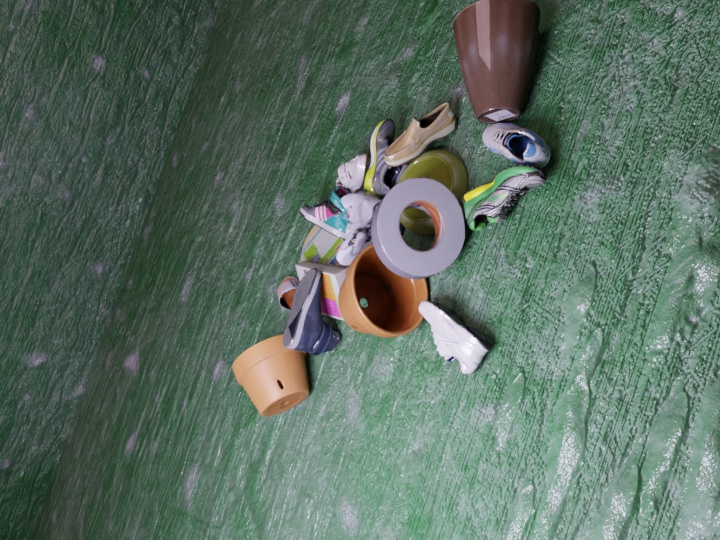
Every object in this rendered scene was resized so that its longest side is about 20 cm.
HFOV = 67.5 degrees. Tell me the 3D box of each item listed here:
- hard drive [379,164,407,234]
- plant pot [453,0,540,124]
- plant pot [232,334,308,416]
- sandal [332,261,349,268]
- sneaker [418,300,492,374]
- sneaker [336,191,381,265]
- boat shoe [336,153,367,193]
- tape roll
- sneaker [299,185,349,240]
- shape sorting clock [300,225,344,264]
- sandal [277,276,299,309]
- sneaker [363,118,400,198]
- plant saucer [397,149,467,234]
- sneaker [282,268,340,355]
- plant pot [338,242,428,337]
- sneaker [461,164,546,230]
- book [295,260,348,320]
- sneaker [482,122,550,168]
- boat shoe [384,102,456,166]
[{"bbox_3d":[0.077,-0.166,1.361,0.138,0.032,0.207,22,92,51],"label":"hard drive"},{"bbox_3d":[0.289,-0.425,1.134,0.183,0.182,0.209,-6,84,47],"label":"plant pot"},{"bbox_3d":[-0.217,0.278,1.396,0.199,0.197,0.143,-42,63,28],"label":"plant pot"},{"bbox_3d":[0.000,0.000,1.349,0.196,0.078,0.057,-7,78,50],"label":"sandal"},{"bbox_3d":[0.175,0.129,1.092,0.200,0.073,0.089,43,111,49],"label":"sneaker"},{"bbox_3d":[-0.016,-0.108,1.292,0.113,0.076,0.201,31,66,24],"label":"sneaker"},{"bbox_3d":[-0.029,-0.254,1.428,0.200,0.067,0.074,134,149,-71],"label":"boat shoe"},{"bbox_3d":[0.122,-0.088,1.143,0.066,0.193,0.208,151,134,-78],"label":"tape roll"},{"bbox_3d":[-0.082,-0.173,1.459,0.197,0.082,0.124,30,97,39],"label":"sneaker"},{"bbox_3d":[-0.094,-0.053,1.506,0.195,0.039,0.208,-21,58,36],"label":"shape sorting clock"},{"bbox_3d":[-0.199,0.079,1.557,0.081,0.058,0.207,-57,41,13],"label":"sandal"},{"bbox_3d":[0.068,-0.278,1.349,0.079,0.073,0.209,4,84,42],"label":"sneaker"},{"bbox_3d":[0.154,-0.188,1.252,0.194,0.031,0.209,-11,71,35],"label":"plant saucer"},{"bbox_3d":[-0.105,0.111,1.367,0.076,0.143,0.210,12,82,55],"label":"sneaker"},{"bbox_3d":[0.037,0.057,1.206,0.139,0.193,0.208,-32,49,56],"label":"plant pot"},{"bbox_3d":[0.291,-0.143,1.080,0.198,0.076,0.089,-32,57,48],"label":"sneaker"},{"bbox_3d":[-0.093,0.054,1.410,0.196,0.047,0.139,10,118,50],"label":"book"},{"bbox_3d":[0.307,-0.265,1.099,0.073,0.071,0.201,-58,33,13],"label":"sneaker"},{"bbox_3d":[0.133,-0.327,1.271,0.197,0.077,0.072,-36,47,-2],"label":"boat shoe"}]
